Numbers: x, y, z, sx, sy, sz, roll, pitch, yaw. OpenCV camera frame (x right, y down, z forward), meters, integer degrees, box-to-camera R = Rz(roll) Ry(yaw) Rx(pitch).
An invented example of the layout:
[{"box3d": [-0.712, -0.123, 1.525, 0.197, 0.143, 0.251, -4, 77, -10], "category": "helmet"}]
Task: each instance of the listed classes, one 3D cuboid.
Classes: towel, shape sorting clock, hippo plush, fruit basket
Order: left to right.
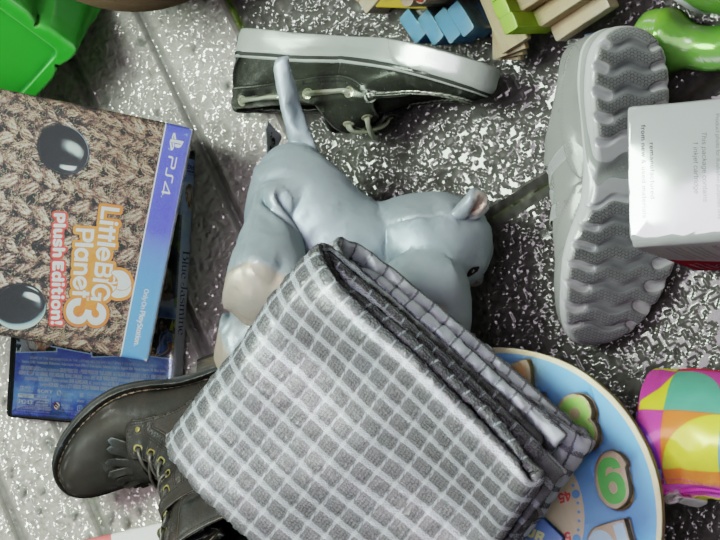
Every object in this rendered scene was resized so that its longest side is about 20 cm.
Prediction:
[{"box3d": [-0.307, -0.207, 1.278, 0.156, 0.216, 0.216, -45, 70, 16], "category": "fruit basket"}, {"box3d": [0.000, 0.000, 1.135, 0.161, 0.159, 0.200, 11, 56, -1], "category": "hippo plush"}, {"box3d": [0.006, 0.103, 1.002, 0.200, 0.086, 0.166, 41, 109, 12], "category": "towel"}, {"box3d": [0.082, 0.145, 1.047, 0.200, 0.039, 0.200, -1, 88, 23], "category": "shape sorting clock"}]

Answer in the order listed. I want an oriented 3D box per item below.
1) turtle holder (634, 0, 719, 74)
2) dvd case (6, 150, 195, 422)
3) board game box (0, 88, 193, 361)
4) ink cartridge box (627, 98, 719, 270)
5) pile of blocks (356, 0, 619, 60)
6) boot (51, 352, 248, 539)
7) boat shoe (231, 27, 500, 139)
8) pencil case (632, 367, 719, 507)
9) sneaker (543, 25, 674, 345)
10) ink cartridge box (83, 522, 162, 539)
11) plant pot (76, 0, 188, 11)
[{"box3d": [0.216, -0.215, 1.052, 0.132, 0.186, 0.141, 21, 63, 24], "category": "turtle holder"}, {"box3d": [-0.189, 0.011, 1.275, 0.143, 0.018, 0.200, 2, 88, 26], "category": "dvd case"}, {"box3d": [-0.228, -0.037, 1.179, 0.200, 0.097, 0.160, 10, 91, -12], "category": "board game box"}, {"box3d": [0.268, -0.050, 0.997, 0.200, 0.145, 0.083, -4, 82, 25], "category": "ink cartridge box"}, {"box3d": [0.063, -0.173, 1.122, 0.200, 0.062, 0.082, 2, 98, 41], "category": "pile of blocks"}, {"box3d": [-0.122, 0.140, 1.150, 0.200, 0.069, 0.174, -28, 32, 14], "category": "boot"}, {"box3d": [0.001, -0.120, 1.173, 0.200, 0.071, 0.064, 9, 89, 33], "category": "boat shoe"}, {"box3d": [0.256, 0.106, 1.026, 0.200, 0.088, 0.088, 0, 86, 25], "category": "pencil case"}, {"box3d": [0.152, -0.053, 1.104, 0.075, 0.082, 0.200, 2, 100, -19], "category": "sneaker"}, {"box3d": [-0.092, 0.220, 1.186, 0.200, 0.067, 0.117, -16, 79, 23], "category": "ink cartridge box"}, {"box3d": [-0.177, -0.261, 1.227, 0.093, 0.201, 0.201, -41, 64, 61], "category": "plant pot"}]
